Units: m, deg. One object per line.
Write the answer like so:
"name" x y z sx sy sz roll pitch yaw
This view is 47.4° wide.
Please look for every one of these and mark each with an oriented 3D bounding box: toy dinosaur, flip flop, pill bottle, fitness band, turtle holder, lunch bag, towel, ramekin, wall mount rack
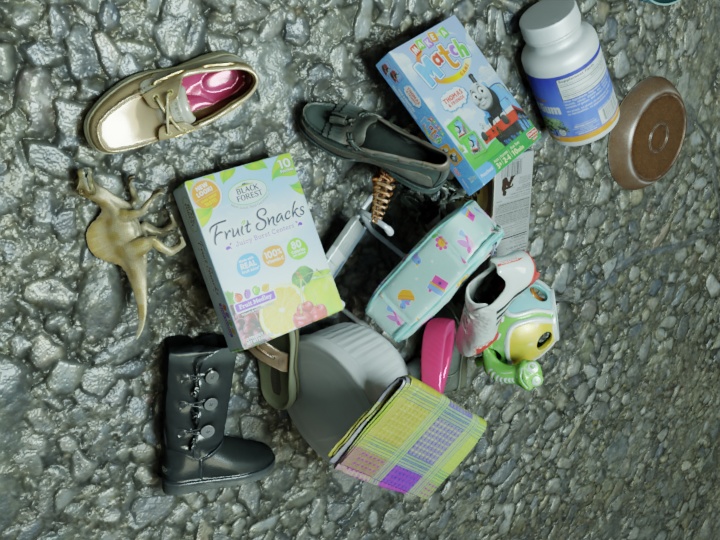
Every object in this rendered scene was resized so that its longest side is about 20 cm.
"toy dinosaur" -0.253 -0.033 0.924 0.100 0.058 0.201 -22 113 -12
"flip flop" -0.123 0.101 1.051 0.057 0.081 0.202 -30 131 -39
"toy dinosaur" 0.065 -0.128 1.074 0.136 0.102 0.200 42 74 -9
"pill bottle" 0.301 -0.291 1.196 0.112 0.112 0.201 -45 128 -14
"fitness band" 0.105 0.138 1.112 0.200 0.037 0.145 -14 109 -79
"turtle holder" 0.230 0.080 1.233 0.186 0.130 0.142 -59 141 -67
"lunch bag" 0.105 -0.002 1.086 0.200 0.077 0.160 -47 172 18
"towel" 0.064 0.208 1.009 0.144 0.023 0.200 -50 133 8
"ramekin" -0.013 0.163 1.092 0.094 0.201 0.204 -30 124 -38
"wall mount rack" 0.000 0.000 1.114 0.201 0.074 0.174 -56 164 -4

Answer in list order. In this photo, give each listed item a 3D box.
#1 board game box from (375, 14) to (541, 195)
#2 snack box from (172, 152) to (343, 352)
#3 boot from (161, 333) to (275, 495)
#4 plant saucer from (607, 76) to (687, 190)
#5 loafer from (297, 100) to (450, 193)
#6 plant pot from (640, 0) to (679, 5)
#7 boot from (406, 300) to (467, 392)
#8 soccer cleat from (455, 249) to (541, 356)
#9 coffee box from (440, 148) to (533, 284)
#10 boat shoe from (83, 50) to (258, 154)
"board game box" 0.130 -0.216 1.053 0.151 0.037 0.201 -39 93 -38
"snack box" -0.119 -0.022 0.969 0.141 0.053 0.202 -21 93 -31
"boot" -0.178 0.177 1.056 0.164 0.065 0.202 -7 108 -37
"plant saucer" 0.510 -0.235 1.432 0.199 0.034 0.202 -14 115 -33
"loafer" 0.020 -0.163 0.998 0.199 0.063 0.072 24 70 -2
"plant pot" 0.396 -0.489 1.172 0.199 0.134 0.202 -15 116 -33
"boot" 0.070 0.154 1.237 0.199 0.072 0.183 -20 118 -22
"soccer cleat" 0.167 0.047 1.117 0.085 0.069 0.201 -5 142 -34
"coffee box" 0.180 -0.082 1.187 0.079 0.113 0.202 -17 119 -32
"boat shoe" -0.199 -0.182 0.882 0.199 0.069 0.074 -34 125 -23
